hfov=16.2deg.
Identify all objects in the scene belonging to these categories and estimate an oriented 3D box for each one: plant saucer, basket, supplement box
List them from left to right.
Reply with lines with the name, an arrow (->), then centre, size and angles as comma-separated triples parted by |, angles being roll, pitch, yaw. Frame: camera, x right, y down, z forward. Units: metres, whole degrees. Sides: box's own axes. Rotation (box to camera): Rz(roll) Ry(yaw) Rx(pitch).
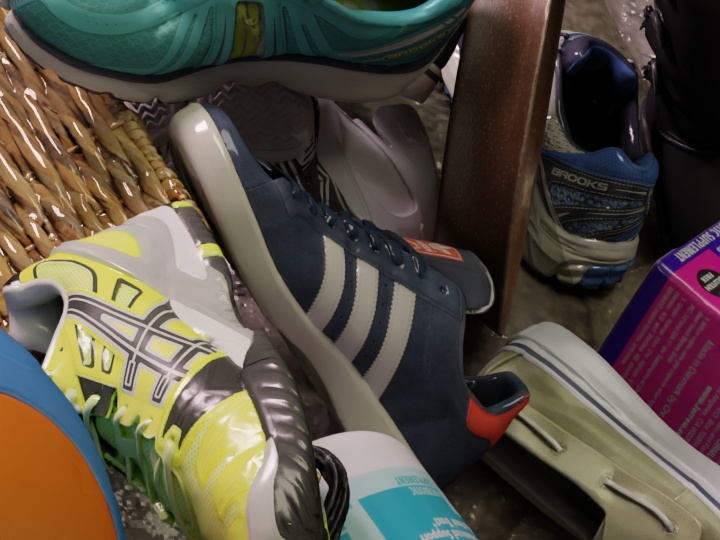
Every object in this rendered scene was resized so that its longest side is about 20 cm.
basket -> -0.148, -0.011, 1.024 | 0.142, 0.149, 0.200 | -29, 59, -9
plant saucer -> 0.062, -0.073, 1.087 | 0.036, 0.201, 0.201 | 10, 38, 6
supplement box -> 0.205, 0.076, 1.101 | 0.200, 0.104, 0.101 | 42, 40, 15

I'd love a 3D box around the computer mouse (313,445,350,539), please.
computer mouse -> -0.048, 0.150, 0.839 | 0.058, 0.034, 0.201 | 9, 72, 23

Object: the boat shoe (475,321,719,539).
boat shoe -> 0.120, 0.107, 1.057 | 0.062, 0.072, 0.200 | -38, 65, -23

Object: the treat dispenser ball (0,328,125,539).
treat dispenser ball -> -0.171, 0.099, 0.776 | 0.200, 0.201, 0.202 | 16, 40, -14

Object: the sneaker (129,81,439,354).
sneaker -> -0.029, -0.053, 1.087 | 0.201, 0.075, 0.115 | 58, 23, -20

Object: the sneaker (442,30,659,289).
sneaker -> 0.101, -0.087, 1.235 | 0.077, 0.085, 0.201 | 3, 44, -27

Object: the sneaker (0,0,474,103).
sneaker -> -0.044, -0.113, 0.967 | 0.199, 0.080, 0.078 | -3, 71, -30

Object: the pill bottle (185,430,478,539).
pill bottle -> 0.024, 0.162, 0.891 | 0.110, 0.111, 0.200 | -13, 54, -39

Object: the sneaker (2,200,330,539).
sneaker -> -0.063, 0.052, 0.836 | 0.076, 0.076, 0.200 | -17, 32, -13

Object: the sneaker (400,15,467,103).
sneaker -> 0.009, -0.129, 1.167 | 0.078, 0.080, 0.200 | 30, 2, -20

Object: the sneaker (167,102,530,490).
sneaker -> 0.000, 0.000, 1.002 | 0.200, 0.084, 0.075 | 57, -3, -31

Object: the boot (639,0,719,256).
boot -> 0.171, -0.081, 1.166 | 0.065, 0.201, 0.165 | -15, 55, -10
